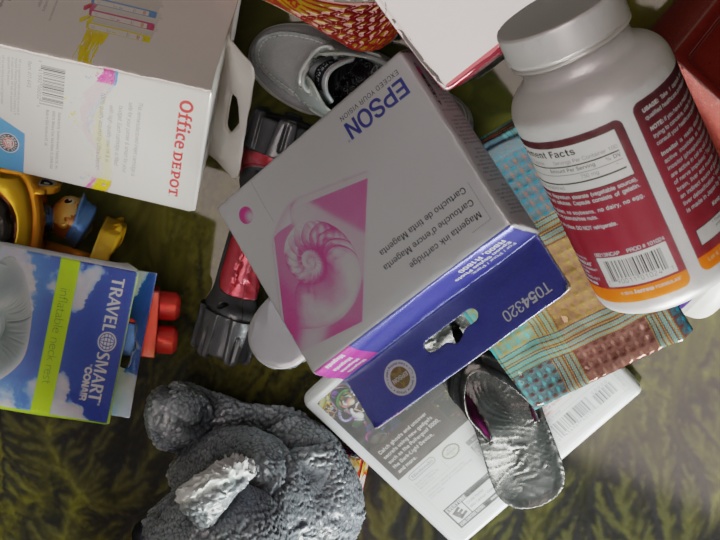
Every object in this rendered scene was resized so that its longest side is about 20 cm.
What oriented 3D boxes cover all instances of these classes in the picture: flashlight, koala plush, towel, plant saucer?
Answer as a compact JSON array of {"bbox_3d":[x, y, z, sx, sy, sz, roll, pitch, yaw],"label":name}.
[{"bbox_3d":[-0.082,-0.025,1.393,0.068,0.068,0.201,21,100,25],"label":"flashlight"},{"bbox_3d":[-0.096,0.189,1.320,0.182,0.200,0.179,5,99,7],"label":"koala plush"},{"bbox_3d":[0.125,-0.005,1.267,0.146,0.022,0.200,-29,104,31],"label":"towel"},{"bbox_3d":[0.301,-0.129,1.254,0.200,0.200,0.037,43,141,-1],"label":"plant saucer"}]

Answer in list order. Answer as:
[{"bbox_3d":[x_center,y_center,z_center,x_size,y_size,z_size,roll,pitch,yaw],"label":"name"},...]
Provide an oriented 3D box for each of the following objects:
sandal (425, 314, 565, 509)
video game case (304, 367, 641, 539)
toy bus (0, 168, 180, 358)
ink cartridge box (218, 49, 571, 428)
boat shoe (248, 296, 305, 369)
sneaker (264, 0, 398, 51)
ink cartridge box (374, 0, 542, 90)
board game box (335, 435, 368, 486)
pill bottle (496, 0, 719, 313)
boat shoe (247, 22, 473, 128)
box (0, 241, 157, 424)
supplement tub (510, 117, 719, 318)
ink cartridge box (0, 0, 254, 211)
[{"bbox_3d":[0.106,0.099,1.349,0.075,0.048,0.201,-25,111,7],"label":"sandal"},{"bbox_3d":[0.088,0.095,1.385,0.200,0.023,0.182,-42,108,12],"label":"video game case"},{"bbox_3d":[-0.237,0.006,1.403,0.190,0.136,0.202,1,98,-4],"label":"toy bus"},{"bbox_3d":[0.018,-0.018,1.250,0.196,0.043,0.201,-38,76,28],"label":"ink cartridge box"},{"bbox_3d":[0.000,0.000,1.343,0.071,0.070,0.200,44,94,12],"label":"boat shoe"},{"bbox_3d":[-0.057,-0.232,1.319,0.199,0.077,0.073,36,109,-16],"label":"sneaker"},{"bbox_3d":[0.086,-0.230,1.263,0.145,0.200,0.145,-38,90,13],"label":"ink cartridge box"},{"bbox_3d":[-0.084,0.224,1.451,0.150,0.046,0.202,14,102,7],"label":"board game box"},{"bbox_3d":[0.168,-0.082,1.151,0.112,0.113,0.201,-23,110,13],"label":"pill bottle"},{"bbox_3d":[-0.008,-0.144,1.335,0.200,0.071,0.070,26,91,25],"label":"boat shoe"},{"bbox_3d":[-0.253,0.043,1.321,0.199,0.048,0.123,11,93,-20],"label":"box"},{"bbox_3d":[0.205,-0.074,1.298,0.199,0.145,0.146,33,104,2],"label":"supplement tub"},{"bbox_3d":[-0.177,-0.144,1.328,0.198,0.126,0.129,13,138,-3],"label":"ink cartridge box"}]
